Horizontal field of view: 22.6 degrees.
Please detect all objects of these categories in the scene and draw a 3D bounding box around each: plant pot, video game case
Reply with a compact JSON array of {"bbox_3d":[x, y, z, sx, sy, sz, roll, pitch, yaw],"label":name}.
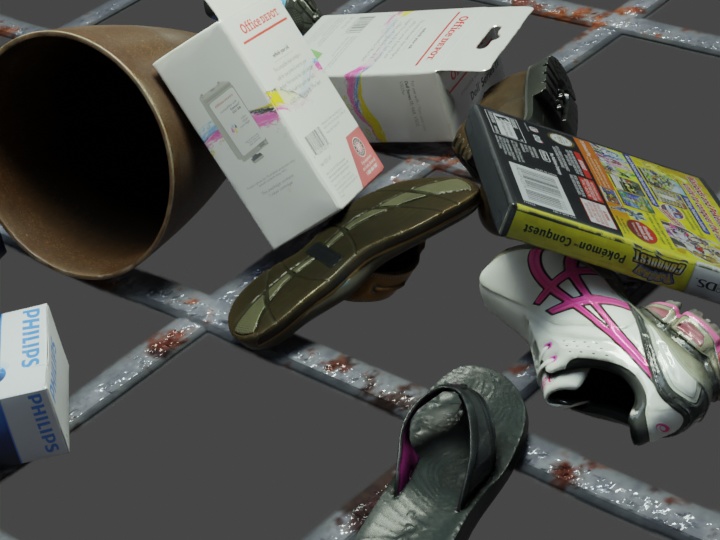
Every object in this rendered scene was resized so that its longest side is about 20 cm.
[{"bbox_3d":[-0.166,-0.114,1.389,0.186,0.188,0.200,8,23,28],"label":"plant pot"},{"bbox_3d":[0.165,-0.044,1.188,0.180,0.026,0.200,17,21,-10],"label":"video game case"}]

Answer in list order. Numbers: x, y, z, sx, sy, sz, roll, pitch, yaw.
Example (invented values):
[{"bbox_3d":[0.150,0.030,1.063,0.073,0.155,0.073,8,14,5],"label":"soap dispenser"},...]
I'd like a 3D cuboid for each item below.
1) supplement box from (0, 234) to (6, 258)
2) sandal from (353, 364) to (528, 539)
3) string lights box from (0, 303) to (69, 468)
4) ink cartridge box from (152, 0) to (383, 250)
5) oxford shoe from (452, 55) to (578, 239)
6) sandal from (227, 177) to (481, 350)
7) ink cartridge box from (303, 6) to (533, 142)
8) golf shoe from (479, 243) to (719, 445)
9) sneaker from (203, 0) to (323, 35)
[{"bbox_3d":[-0.413,-0.022,1.343,0.199,0.135,0.200,5,36,25],"label":"supplement box"},{"bbox_3d":[0.049,0.113,1.064,0.075,0.048,0.201,2,36,21],"label":"sandal"},{"bbox_3d":[-0.298,0.093,1.200,0.199,0.059,0.103,-13,33,-1],"label":"string lights box"},{"bbox_3d":[-0.075,-0.129,1.312,0.067,0.200,0.116,-29,7,24],"label":"ink cartridge box"},{"bbox_3d":[0.108,-0.080,1.341,0.084,0.073,0.200,-18,27,25],"label":"oxford shoe"},{"bbox_3d":[0.000,0.000,1.259,0.200,0.055,0.082,-38,32,-12],"label":"sandal"},{"bbox_3d":[0.039,-0.158,1.456,0.199,0.068,0.117,2,34,29],"label":"ink cartridge box"},{"bbox_3d":[0.135,0.042,1.124,0.092,0.073,0.200,-32,38,-26],"label":"golf shoe"},{"bbox_3d":[-0.098,-0.252,1.676,0.090,0.079,0.200,-35,31,-1],"label":"sneaker"}]
